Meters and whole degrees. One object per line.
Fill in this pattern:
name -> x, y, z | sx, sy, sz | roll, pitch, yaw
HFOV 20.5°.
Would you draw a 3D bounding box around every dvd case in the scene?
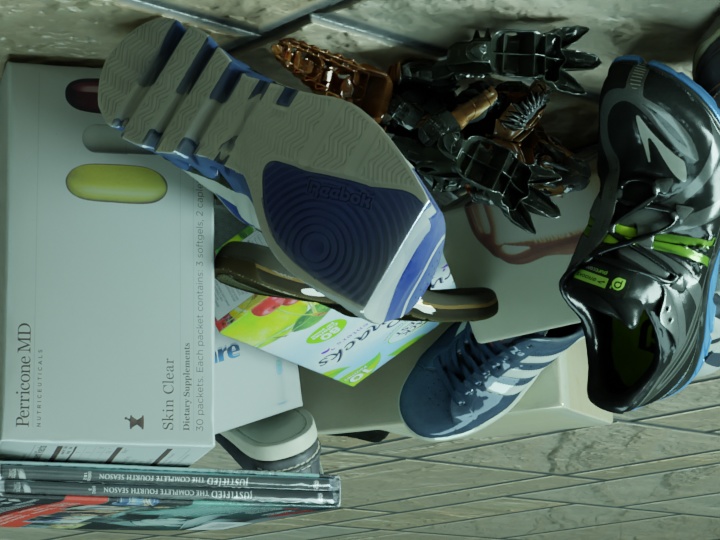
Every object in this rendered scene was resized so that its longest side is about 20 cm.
dvd case -> -0.132, 0.126, 1.101 | 0.200, 0.022, 0.146 | 7, 165, -29

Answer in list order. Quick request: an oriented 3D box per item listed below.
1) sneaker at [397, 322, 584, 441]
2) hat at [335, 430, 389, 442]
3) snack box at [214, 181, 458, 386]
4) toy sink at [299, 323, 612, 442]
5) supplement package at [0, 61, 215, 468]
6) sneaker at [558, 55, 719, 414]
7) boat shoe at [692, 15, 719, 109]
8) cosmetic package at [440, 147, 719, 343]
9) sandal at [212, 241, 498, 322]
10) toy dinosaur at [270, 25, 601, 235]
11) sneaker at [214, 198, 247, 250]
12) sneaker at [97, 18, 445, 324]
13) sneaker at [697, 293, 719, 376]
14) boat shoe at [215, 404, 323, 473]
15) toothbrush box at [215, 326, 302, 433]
sneaker -> 0.094, 0.040, 1.305 | 0.200, 0.075, 0.085 | -41, 159, 17
hat -> -0.067, 0.090, 1.685 | 0.200, 0.081, 0.201 | 7, 165, 2
snack box -> 0.000, 0.000, 1.257 | 0.142, 0.053, 0.200 | -35, 157, 13
toy sink -> 0.069, 0.052, 1.430 | 0.200, 0.130, 0.112 | -9, 166, 25
supplement package -> -0.146, 0.008, 1.078 | 0.111, 0.200, 0.156 | 2, 166, -14
sneaker -> 0.147, -0.013, 1.029 | 0.071, 0.200, 0.083 | 17, -149, 32
boat shoe -> 0.223, -0.098, 0.953 | 0.074, 0.073, 0.200 | 4, 165, -21
cosmetic package -> 0.154, -0.028, 1.144 | 0.200, 0.087, 0.103 | -16, -171, 41
sandal -> 0.003, -0.003, 1.091 | 0.200, 0.055, 0.082 | 12, 174, -41
toy dinosaur -> 0.043, -0.071, 1.022 | 0.200, 0.102, 0.136 | -6, -174, -34
sneaker -> -0.140, -0.008, 1.312 | 0.200, 0.071, 0.099 | 2, 174, -15
sneaker -> -0.027, -0.048, 0.975 | 0.199, 0.081, 0.115 | 36, -176, 30
sneaker -> 0.219, 0.031, 1.454 | 0.130, 0.080, 0.199 | 2, 169, -20
boat shoe -> -0.076, 0.116, 1.412 | 0.073, 0.063, 0.200 | -21, -161, -15
toothbrush box -> -0.160, 0.061, 1.366 | 0.146, 0.085, 0.200 | -16, -167, -43
